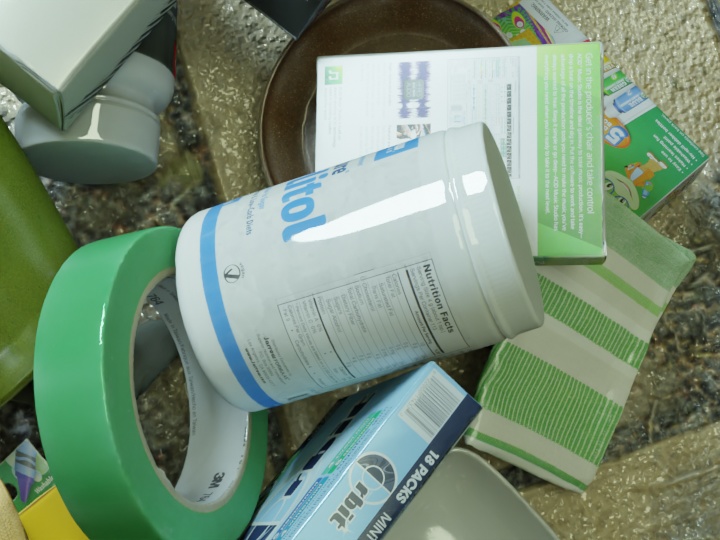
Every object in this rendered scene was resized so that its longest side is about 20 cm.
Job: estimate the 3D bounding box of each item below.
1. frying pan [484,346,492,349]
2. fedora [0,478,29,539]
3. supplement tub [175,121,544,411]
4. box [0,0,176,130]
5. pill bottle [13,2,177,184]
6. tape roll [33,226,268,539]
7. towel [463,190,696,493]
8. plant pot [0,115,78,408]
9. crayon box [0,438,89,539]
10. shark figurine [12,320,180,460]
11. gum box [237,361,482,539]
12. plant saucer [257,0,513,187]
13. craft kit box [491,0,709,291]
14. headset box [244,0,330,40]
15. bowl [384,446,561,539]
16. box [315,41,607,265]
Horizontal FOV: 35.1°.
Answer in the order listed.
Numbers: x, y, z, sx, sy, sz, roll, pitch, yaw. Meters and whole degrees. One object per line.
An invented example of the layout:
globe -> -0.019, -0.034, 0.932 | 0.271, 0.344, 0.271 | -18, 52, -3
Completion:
frying pan -> 0.116, -0.032, 0.890 | 0.114, 0.031, 0.192 | 19, 76, -12
fedora -> -0.230, 0.167, 0.605 | 0.198, 0.082, 0.203 | -4, 82, 26
supplement tub -> 0.000, 0.000, 0.695 | 0.198, 0.132, 0.134 | -18, 81, 13
box -> -0.152, -0.192, 0.704 | 0.082, 0.068, 0.201 | 38, 72, -1
pill bottle -> -0.183, -0.169, 0.787 | 0.112, 0.114, 0.203 | 3, 77, -15
tape roll -> -0.121, 0.076, 0.702 | 0.048, 0.200, 0.203 | -11, 78, 19
towel -> 0.158, 0.052, 0.819 | 0.152, 0.023, 0.202 | 27, 89, -38
plant pot -> -0.264, -0.011, 0.697 | 0.193, 0.200, 0.201 | 48, 69, -13
crayon box -> -0.184, 0.219, 0.689 | 0.201, 0.126, 0.052 | 50, 30, 1
shark figurine -> -0.175, 0.132, 0.734 | 0.126, 0.090, 0.217 | 3, 74, -14
gum box -> -0.024, 0.146, 0.713 | 0.044, 0.200, 0.170 | 42, 70, -4
plant saucer -> 0.025, -0.103, 0.821 | 0.198, 0.037, 0.203 | -2, 82, 11
craft kit box -> 0.130, -0.093, 0.875 | 0.197, 0.049, 0.200 | -39, 76, -17
headset box -> -0.012, -0.262, 0.786 | 0.077, 0.149, 0.201 | 35, 34, -7
bowl -> 0.055, 0.250, 0.779 | 0.200, 0.075, 0.200 | -42, 91, -21
box -> 0.066, -0.076, 0.773 | 0.197, 0.036, 0.146 | 0, 82, 13
